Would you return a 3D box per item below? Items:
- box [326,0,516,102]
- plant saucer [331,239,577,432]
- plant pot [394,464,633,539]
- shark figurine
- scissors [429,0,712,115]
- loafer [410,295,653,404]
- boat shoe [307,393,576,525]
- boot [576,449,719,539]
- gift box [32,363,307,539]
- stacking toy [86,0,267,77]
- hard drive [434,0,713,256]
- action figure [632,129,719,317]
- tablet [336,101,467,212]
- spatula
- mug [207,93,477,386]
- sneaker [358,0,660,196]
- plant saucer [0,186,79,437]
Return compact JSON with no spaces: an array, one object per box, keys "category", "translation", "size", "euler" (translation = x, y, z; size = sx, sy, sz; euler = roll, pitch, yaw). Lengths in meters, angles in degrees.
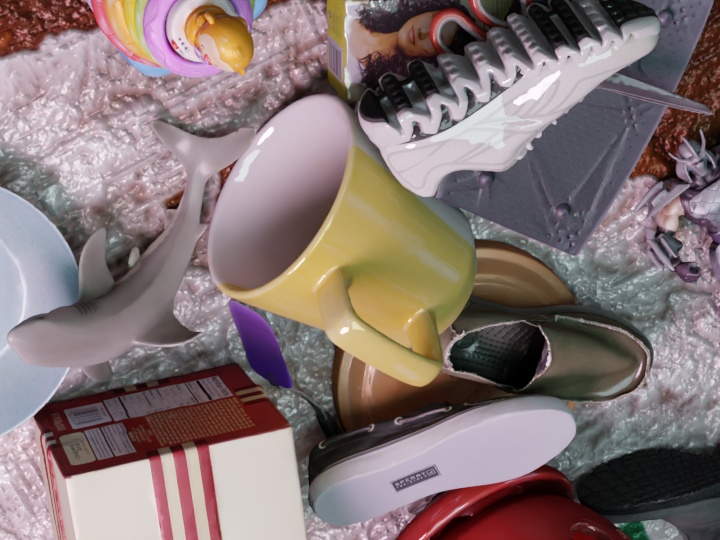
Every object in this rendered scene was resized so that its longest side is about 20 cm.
[{"category":"box","translation":[0.078,-0.164,1.424],"size":[0.198,0.050,0.076],"euler":[-8,115,-15]},{"category":"plant saucer","translation":[0.077,0.076,1.549],"size":[0.198,0.032,0.202],"euler":[-7,113,-16]},{"category":"plant pot","translation":[0.124,0.252,1.528],"size":[0.199,0.183,0.201],"euler":[-25,146,-18]},{"category":"shark figurine","translation":[-0.133,0.008,1.407],"size":[0.215,0.089,0.128],"euler":[-53,144,-21]},{"category":"scissors","translation":[0.137,-0.128,1.373],"size":[0.199,0.014,0.073],"euler":[31,100,-19]},{"category":"loafer","translation":[0.127,0.065,1.503],"size":[0.198,0.070,0.076],"euler":[7,109,-20]},{"category":"boat shoe","translation":[0.054,0.122,1.490],"size":[0.198,0.057,0.069],"euler":[-18,133,3]},{"category":"boot","translation":[0.267,0.208,1.649],"size":[0.198,0.070,0.133],"euler":[-8,119,-11]},{"category":"gift box","translation":[-0.142,0.188,1.445],"size":[0.198,0.185,0.188],"euler":[-11,106,-10]},{"category":"stacking toy","translation":[-0.103,-0.160,1.295],"size":[0.109,0.200,0.117],"euler":[-32,119,-3]},{"category":"hard drive","translation":[0.139,-0.122,1.409],"size":[0.134,0.042,0.201],"euler":[21,104,-24]},{"category":"action figure","translation":[0.283,-0.021,1.558],"size":[0.129,0.069,0.201],"euler":[-29,114,5]},{"category":"tablet","translation":[0.074,-0.145,1.466],"size":[0.129,0.014,0.201],"euler":[17,105,-23]},{"category":"spatula","translation":[-0.038,0.100,1.515],"size":[0.021,0.056,0.200],"euler":[-47,126,-16]},{"category":"mug","translation":[-0.005,-0.003,1.417],"size":[0.153,0.149,0.188],"euler":[31,57,-33]},{"category":"sneaker","translation":[0.101,-0.114,1.332],"size":[0.199,0.075,0.081],"euler":[-23,121,7]},{"category":"plant saucer","translation":[-0.287,0.026,1.403],"size":[0.199,0.039,0.203],"euler":[-7,113,-16]}]
